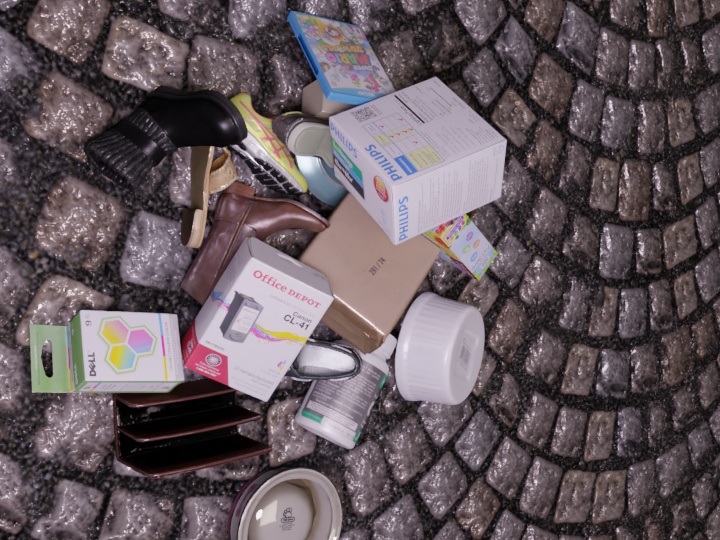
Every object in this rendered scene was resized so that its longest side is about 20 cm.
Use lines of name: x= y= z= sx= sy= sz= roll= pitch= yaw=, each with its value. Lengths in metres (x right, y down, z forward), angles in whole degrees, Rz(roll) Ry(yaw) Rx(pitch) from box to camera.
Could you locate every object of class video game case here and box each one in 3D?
video game case: x=-0.026 y=-0.341 z=1.371 sx=0.143 sy=0.018 sz=0.201 roll=2 pitch=51 yaw=-36

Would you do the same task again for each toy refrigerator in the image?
toy refrigerator: x=0.006 y=-0.267 z=1.410 sx=0.199 sy=0.076 sz=0.070 roll=8 pitch=79 yaw=-31

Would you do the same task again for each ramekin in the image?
ramekin: x=0.148 y=0.145 z=1.514 sx=0.200 sy=0.097 sz=0.201 roll=-28 pitch=123 yaw=-56

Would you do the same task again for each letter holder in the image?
letter holder: x=-0.245 y=0.229 z=1.251 sx=0.199 sy=0.142 sz=0.101 roll=-5 pitch=96 yaw=-35

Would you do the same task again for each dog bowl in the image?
dog bowl: x=-0.130 y=0.416 z=1.391 sx=0.199 sy=0.074 sz=0.201 roll=-3 pitch=94 yaw=-35

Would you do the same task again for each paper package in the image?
paper package: x=0.000 y=0.000 z=1.381 sx=0.190 sy=0.103 sz=0.200 roll=37 pitch=61 yaw=-2

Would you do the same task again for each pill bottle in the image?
pill bottle: x=-0.021 y=0.189 z=1.430 sx=0.113 sy=0.113 sz=0.201 roll=35 pitch=74 yaw=-32

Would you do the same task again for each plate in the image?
plate: x=-0.024 y=-0.209 z=1.456 sx=0.199 sy=0.026 sz=0.201 roll=-2 pitch=94 yaw=-37

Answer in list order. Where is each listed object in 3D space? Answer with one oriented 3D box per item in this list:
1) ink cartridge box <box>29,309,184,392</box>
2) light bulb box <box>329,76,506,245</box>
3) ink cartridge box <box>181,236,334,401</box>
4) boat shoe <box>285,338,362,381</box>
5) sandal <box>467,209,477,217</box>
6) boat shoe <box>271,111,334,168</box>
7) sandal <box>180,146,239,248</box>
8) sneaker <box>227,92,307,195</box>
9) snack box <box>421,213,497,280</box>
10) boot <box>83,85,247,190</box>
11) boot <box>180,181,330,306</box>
ink cartridge box: x=-0.355 y=0.115 z=1.190 sx=0.199 sy=0.059 sz=0.104 roll=6 pitch=62 yaw=-36
light bulb box: x=0.085 y=-0.174 z=1.302 sx=0.199 sy=0.198 sz=0.125 roll=-24 pitch=140 yaw=-17
ink cartridge box: x=-0.154 y=0.074 z=1.250 sx=0.147 sy=0.086 sz=0.200 roll=27 pitch=107 yaw=-22
boat shoe: x=-0.096 y=0.138 z=1.347 sx=0.199 sy=0.060 sz=0.076 roll=1 pitch=89 yaw=0
sandal: x=0.190 y=-0.132 z=1.599 sx=0.055 sy=0.081 sz=0.201 roll=53 pitch=55 yaw=-51
boat shoe: x=-0.066 y=-0.214 z=1.351 sx=0.072 sy=0.061 sz=0.201 roll=-59 pitch=155 yaw=14
sandal: x=-0.220 y=-0.137 z=1.286 sx=0.069 sy=0.078 sz=0.213 roll=8 pitch=96 yaw=-32
sneaker: x=-0.145 y=-0.200 z=1.337 sx=0.200 sy=0.078 sz=0.090 roll=46 pitch=63 yaw=-30
snack box: x=0.125 y=-0.081 z=1.446 sx=0.068 sy=0.168 sz=0.200 roll=-53 pitch=143 yaw=-4
boot: x=-0.270 y=-0.178 z=1.172 sx=0.158 sy=0.211 sz=0.080 roll=-48 pitch=133 yaw=-29
boot: x=-0.163 y=-0.019 z=1.305 sx=0.186 sy=0.064 sz=0.201 roll=18 pitch=76 yaw=7
